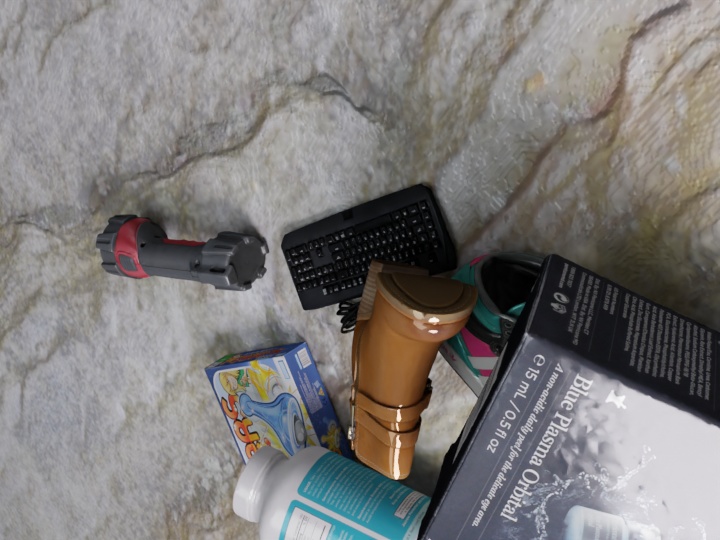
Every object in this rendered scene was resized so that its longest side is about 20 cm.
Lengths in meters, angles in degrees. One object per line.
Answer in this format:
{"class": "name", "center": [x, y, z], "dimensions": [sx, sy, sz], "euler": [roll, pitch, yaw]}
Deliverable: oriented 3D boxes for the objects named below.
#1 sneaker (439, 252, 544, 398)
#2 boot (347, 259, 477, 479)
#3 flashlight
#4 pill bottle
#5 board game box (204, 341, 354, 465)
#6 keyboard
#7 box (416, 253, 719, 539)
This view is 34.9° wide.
{"class": "sneaker", "center": [0.139, 0.060, 0.852], "dimensions": [0.200, 0.083, 0.121], "euler": [46, 146, 18]}
{"class": "boot", "center": [0.027, 0.078, 0.849], "dimensions": [0.200, 0.076, 0.157], "euler": [-158, 75, -74]}
{"class": "flashlight", "center": [-0.175, -0.018, 1.130], "dimensions": [0.199, 0.068, 0.068], "euler": [5, 81, 38]}
{"class": "pill bottle", "center": [-0.014, 0.229, 1.033], "dimensions": [0.199, 0.111, 0.112], "euler": [23, 127, 20]}
{"class": "board game box", "center": [-0.070, 0.176, 1.150], "dimensions": [0.135, 0.034, 0.201], "euler": [-14, 102, 47]}
{"class": "keyboard", "center": [0.000, 0.000, 0.982], "dimensions": [0.199, 0.039, 0.105], "euler": [-18, 98, 49]}
{"class": "box", "center": [0.168, 0.130, 0.763], "dimensions": [0.199, 0.118, 0.198], "euler": [25, 120, 5]}
